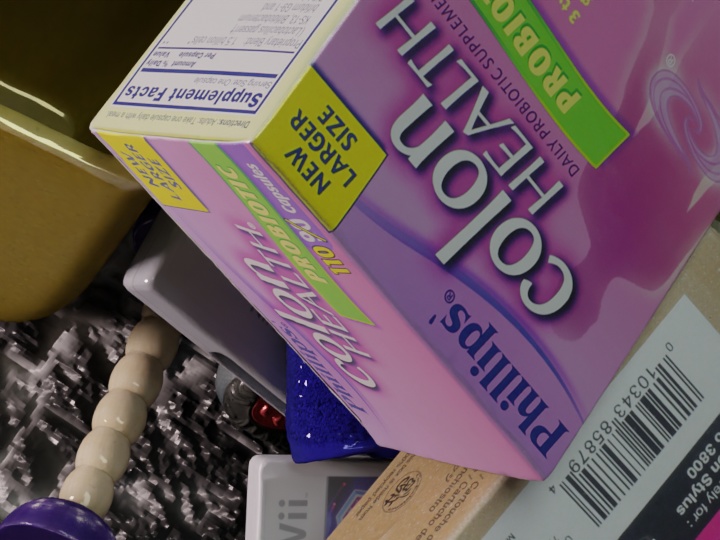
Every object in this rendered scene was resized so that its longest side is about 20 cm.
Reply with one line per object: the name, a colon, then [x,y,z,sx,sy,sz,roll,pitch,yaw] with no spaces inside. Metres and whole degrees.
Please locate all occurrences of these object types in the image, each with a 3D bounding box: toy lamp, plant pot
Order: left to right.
plant pot: [-0.157,-0.091,0.957,0.193,0.200,0.196,25,54,-5]
toy lamp: [-0.088,0.035,0.998,0.058,0.058,0.201,27,57,-4]

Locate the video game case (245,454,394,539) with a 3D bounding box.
video game case: [0.050,0.146,0.965,0.199,0.018,0.144,2,92,-19]

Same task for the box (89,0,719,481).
box: [0.039,-0.063,0.855,0.176,0.096,0.200,49,66,-31]

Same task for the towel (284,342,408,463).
towel: [0.033,-0.030,0.942,0.147,0.049,0.201,-9,98,-40]

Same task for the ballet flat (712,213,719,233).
ballet flat: [0.139,-0.029,1.031,0.067,0.201,0.068,20,48,19]

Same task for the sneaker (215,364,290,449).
sneaker: [0.000,0.000,1.054,0.095,0.080,0.200,33,52,27]

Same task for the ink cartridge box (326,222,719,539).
ink cartridge box: [0.098,0.103,0.920,0.165,0.075,0.200,46,77,-24]

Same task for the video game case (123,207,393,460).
video game case: [0.016,-0.029,0.974,0.182,0.022,0.201,41,66,-34]
